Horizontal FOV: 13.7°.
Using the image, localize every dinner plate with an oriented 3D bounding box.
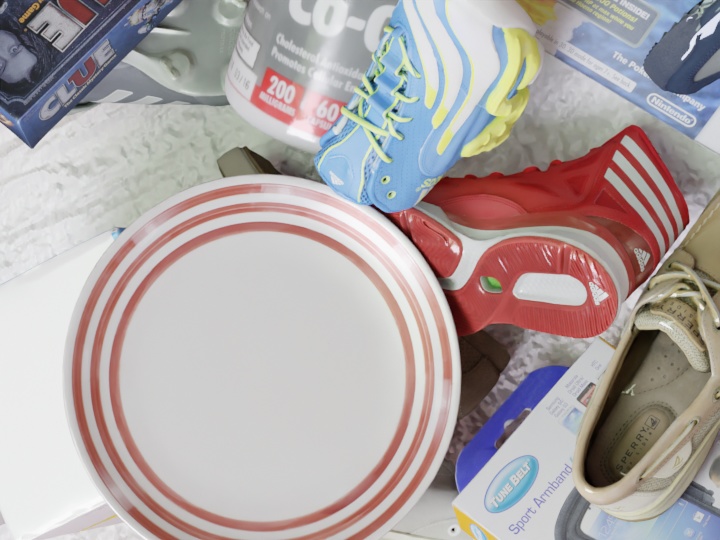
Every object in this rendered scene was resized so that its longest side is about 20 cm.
[{"bbox_3d":[-0.049,0.053,1.496,0.199,0.024,0.202,0,85,-1],"label":"dinner plate"}]

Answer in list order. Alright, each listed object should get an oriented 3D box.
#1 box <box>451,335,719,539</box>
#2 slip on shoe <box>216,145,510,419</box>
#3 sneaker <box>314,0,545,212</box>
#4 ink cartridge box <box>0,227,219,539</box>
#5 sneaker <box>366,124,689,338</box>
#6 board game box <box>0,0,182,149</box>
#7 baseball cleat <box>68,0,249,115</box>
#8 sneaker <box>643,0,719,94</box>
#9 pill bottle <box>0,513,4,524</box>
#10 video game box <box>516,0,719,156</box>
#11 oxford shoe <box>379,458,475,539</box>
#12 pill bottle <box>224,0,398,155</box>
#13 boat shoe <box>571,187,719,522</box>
[{"bbox_3d":[0.141,0.124,1.503,0.200,0.042,0.119,37,76,21],"label":"box"},{"bbox_3d":[0.000,0.000,1.605,0.060,0.076,0.200,-38,63,-8],"label":"slip on shoe"},{"bbox_3d":[0.030,-0.078,1.422,0.076,0.200,0.105,41,80,15],"label":"sneaker"},{"bbox_3d":[-0.121,0.058,1.622,0.125,0.200,0.129,-27,83,16],"label":"ink cartridge box"},{"bbox_3d":[0.083,-0.024,1.525,0.199,0.115,0.079,16,131,41],"label":"sneaker"},{"bbox_3d":[-0.156,-0.179,1.616,0.135,0.035,0.200,39,76,21],"label":"board game box"},{"bbox_3d":[-0.128,-0.121,1.665,0.199,0.106,0.070,7,78,5],"label":"baseball cleat"},{"bbox_3d":[0.225,-0.120,1.370,0.199,0.070,0.082,-32,83,21],"label":"sneaker"},{"bbox_3d":[-0.289,0.073,1.775,0.111,0.111,0.201,-22,86,34],"label":"pill bottle"},{"bbox_3d":[0.146,-0.175,1.428,0.199,0.047,0.183,29,115,-9],"label":"video game box"},{"bbox_3d":[0.013,0.119,1.566,0.199,0.075,0.058,11,90,-10],"label":"oxford shoe"},{"bbox_3d":[0.011,-0.165,1.532,0.114,0.114,0.201,30,114,26],"label":"pill bottle"},{"bbox_3d":[0.165,0.029,1.461,0.072,0.065,0.201,31,89,23],"label":"boat shoe"}]
